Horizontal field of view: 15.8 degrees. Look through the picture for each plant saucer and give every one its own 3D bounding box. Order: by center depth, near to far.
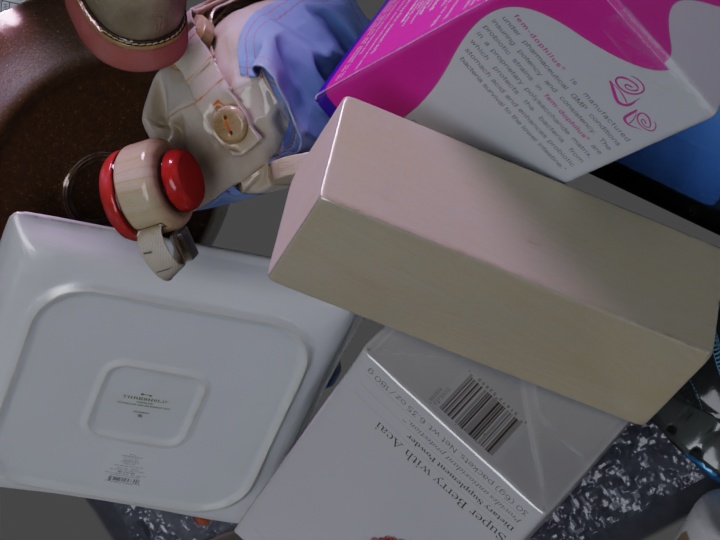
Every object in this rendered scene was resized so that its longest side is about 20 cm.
[{"bbox_3d":[-0.145,-0.047,1.367,0.037,0.200,0.202,30,119,53],"label":"plant saucer"}]

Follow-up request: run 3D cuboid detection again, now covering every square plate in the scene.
[{"bbox_3d":[-0.113,0.063,1.383,0.199,0.029,0.199,11,130,-17],"label":"square plate"}]

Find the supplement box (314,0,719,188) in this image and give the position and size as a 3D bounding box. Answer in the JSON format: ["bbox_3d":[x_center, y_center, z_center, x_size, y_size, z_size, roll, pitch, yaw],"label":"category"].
[{"bbox_3d":[0.089,-0.108,1.225,0.101,0.104,0.200,46,144,-16],"label":"supplement box"}]

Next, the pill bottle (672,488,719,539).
[{"bbox_3d":[0.179,0.223,1.349,0.111,0.111,0.201,31,113,11],"label":"pill bottle"}]

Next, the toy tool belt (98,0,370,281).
[{"bbox_3d":[-0.041,-0.082,1.307,0.122,0.200,0.125,-15,107,26],"label":"toy tool belt"}]

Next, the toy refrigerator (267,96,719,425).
[{"bbox_3d":[0.065,-0.005,1.222,0.199,0.070,0.076,21,144,-11],"label":"toy refrigerator"}]

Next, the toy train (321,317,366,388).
[{"bbox_3d":[0.000,0.000,1.404,0.046,0.034,0.200,33,113,-1],"label":"toy train"}]

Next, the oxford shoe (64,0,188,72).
[{"bbox_3d":[-0.138,-0.191,1.297,0.200,0.070,0.075,52,149,30],"label":"oxford shoe"}]

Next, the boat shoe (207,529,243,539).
[{"bbox_3d":[-0.096,0.202,1.481,0.199,0.073,0.063,-23,110,28],"label":"boat shoe"}]

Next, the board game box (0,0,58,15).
[{"bbox_3d":[-0.240,-0.133,1.425,0.199,0.097,0.160,14,108,17],"label":"board game box"}]

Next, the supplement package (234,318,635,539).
[{"bbox_3d":[0.042,0.095,1.322,0.121,0.120,0.200,41,142,6],"label":"supplement package"}]

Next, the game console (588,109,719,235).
[{"bbox_3d":[0.134,-0.118,1.278,0.199,0.176,0.117,26,83,13],"label":"game console"}]

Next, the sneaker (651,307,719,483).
[{"bbox_3d":[0.145,0.028,1.345,0.200,0.073,0.082,38,89,9],"label":"sneaker"}]
